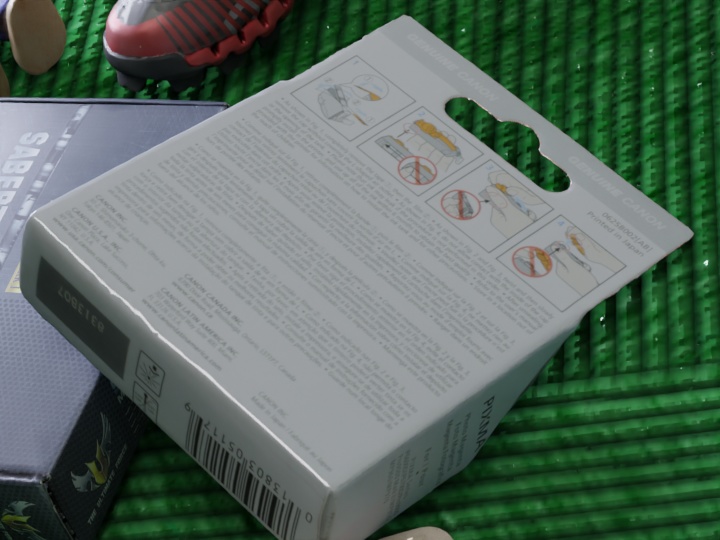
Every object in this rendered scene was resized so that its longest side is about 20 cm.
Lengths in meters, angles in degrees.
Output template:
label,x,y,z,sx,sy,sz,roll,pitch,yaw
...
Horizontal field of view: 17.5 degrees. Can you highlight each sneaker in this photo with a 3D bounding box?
label,x,y,z,sx,sy,sz,roll,pitch,yaw
sneaker,-0.045,-0.165,1.030,0.071,0.098,0.200,30,65,38

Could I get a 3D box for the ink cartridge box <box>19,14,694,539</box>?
label,x,y,z,sx,sy,sz,roll,pitch,yaw
ink cartridge box,0.000,0.000,0.869,0.162,0.057,0.199,40,47,24

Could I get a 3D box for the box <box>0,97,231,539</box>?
label,x,y,z,sx,sy,sz,roll,pitch,yaw
box,-0.146,0.015,0.928,0.157,0.051,0.201,4,49,24

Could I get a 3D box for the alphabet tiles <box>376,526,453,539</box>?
label,x,y,z,sx,sy,sz,roll,pitch,yaw
alphabet tiles,-0.012,0.173,0.745,0.199,0.015,0.196,-17,43,6

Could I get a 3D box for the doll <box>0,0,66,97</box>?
label,x,y,z,sx,sy,sz,roll,pitch,yaw
doll,-0.238,-0.118,1.097,0.199,0.049,0.137,19,56,35
